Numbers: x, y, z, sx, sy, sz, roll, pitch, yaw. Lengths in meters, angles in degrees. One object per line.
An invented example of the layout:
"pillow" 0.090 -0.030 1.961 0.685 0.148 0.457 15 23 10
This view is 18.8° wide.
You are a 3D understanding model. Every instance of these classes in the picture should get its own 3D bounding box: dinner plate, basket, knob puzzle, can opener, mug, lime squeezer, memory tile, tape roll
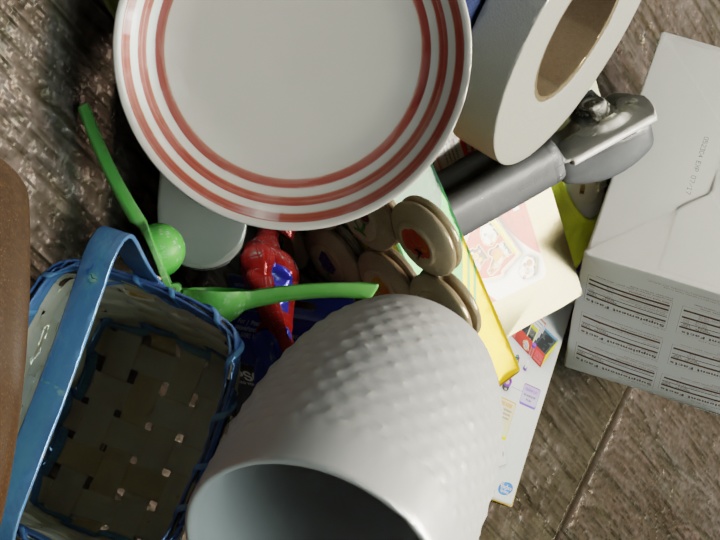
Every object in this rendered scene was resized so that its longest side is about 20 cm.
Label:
"dinner plate" -0.038 -0.123 1.213 0.024 0.199 0.201 -91 -173 -81
"basket" -0.144 0.081 1.184 0.200 0.139 0.177 79 32 -76
"knob puzzle" 0.040 -0.024 1.464 0.219 0.030 0.220 -4 99 -27
"can opener" 0.115 -0.059 1.450 0.200 0.053 0.067 -30 125 -16
"mug" 0.006 0.121 1.207 0.176 0.147 0.200 -61 153 -47
"lime squeezer" -0.093 -0.014 1.241 0.071 0.200 0.038 -57 -178 17
"memory tile" 0.000 0.000 1.314 0.017 0.200 0.154 -37 129 -27
"tape roll" 0.125 -0.161 1.357 0.203 0.037 0.203 -51 161 -24

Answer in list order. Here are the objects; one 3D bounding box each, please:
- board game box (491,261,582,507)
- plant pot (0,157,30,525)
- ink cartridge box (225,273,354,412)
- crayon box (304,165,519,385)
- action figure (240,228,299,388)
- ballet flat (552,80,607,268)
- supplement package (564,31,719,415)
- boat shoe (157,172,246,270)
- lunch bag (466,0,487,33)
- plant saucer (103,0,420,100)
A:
"board game box" 0.086 0.057 1.566 0.153 0.040 0.201 27 79 -52
"plant pot" -0.239 0.034 1.061 0.187 0.186 0.201 50 47 -46
"ink cartridge box" -0.028 0.095 1.385 0.039 0.099 0.200 -49 134 -40
"crayon box" 0.022 0.012 1.367 0.051 0.127 0.200 -36 115 -27
"action figure" -0.050 0.053 1.294 0.065 0.051 0.201 62 26 -80
"ballet flat" 0.144 -0.096 1.537 0.067 0.067 0.201 -32 110 -56
"supplement package" 0.250 -0.027 1.587 0.200 0.147 0.192 88 22 -64
"boat shoe" -0.087 -0.101 1.289 0.064 0.070 0.201 -56 153 -85
"lunch bag" 0.048 -0.210 1.345 0.136 0.132 0.200 -53 163 -14
"plant saucer" -0.055 -0.197 1.229 0.031 0.199 0.201 -96 -167 -83
